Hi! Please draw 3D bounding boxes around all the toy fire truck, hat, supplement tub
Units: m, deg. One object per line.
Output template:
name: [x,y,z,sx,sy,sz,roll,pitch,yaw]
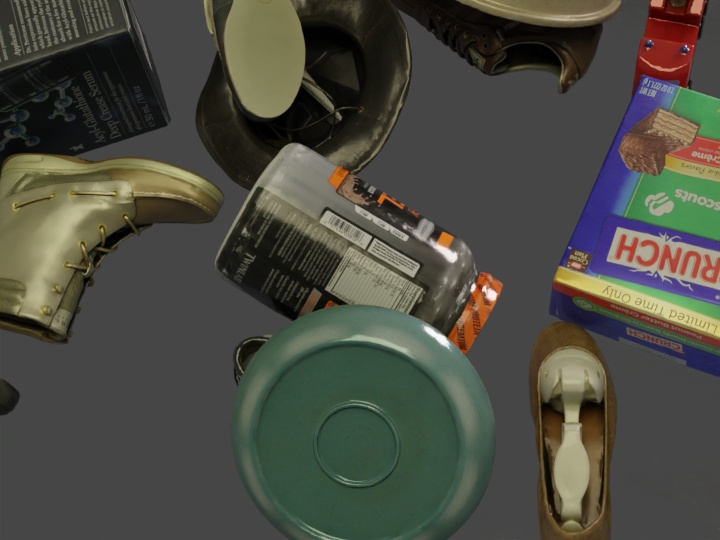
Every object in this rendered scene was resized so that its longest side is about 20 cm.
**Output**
toy fire truck: [0.265,-0.243,1.299,0.049,0.141,0.200,11,66,12]
hat: [-0.035,-0.146,1.325,0.200,0.081,0.201,-6,73,20]
supplement tub: [0.000,0.000,1.210,0.200,0.123,0.123,31,71,0]

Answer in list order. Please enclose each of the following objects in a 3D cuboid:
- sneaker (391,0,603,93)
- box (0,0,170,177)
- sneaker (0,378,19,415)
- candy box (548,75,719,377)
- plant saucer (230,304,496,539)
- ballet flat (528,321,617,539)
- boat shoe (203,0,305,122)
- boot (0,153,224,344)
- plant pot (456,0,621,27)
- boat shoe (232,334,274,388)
sneaker: [0.102,-0.209,1.343,0.200,0.070,0.076,16,69,15]
box: [-0.281,-0.171,1.330,0.200,0.148,0.107,-18,63,-1]
sneaker: [-0.371,0.117,1.253,0.200,0.075,0.116,12,71,24]
candy box: [0.261,-0.033,1.235,0.169,0.077,0.200,20,70,15]
plant saucer: [-0.001,0.126,1.158,0.200,0.027,0.200,2,101,9]
ballet flat: [0.158,0.120,1.177,0.068,0.072,0.200,1,64,8]
boat shoe: [-0.095,-0.208,1.288,0.071,0.063,0.200,0,70,-30]
boot: [-0.218,-0.015,1.290,0.200,0.072,0.155,5,65,15]
plant pot: [0.147,-0.327,1.285,0.200,0.184,0.201,12,35,-8]
boat shoe: [-0.011,0.108,1.210,0.200,0.060,0.076,18,68,15]
